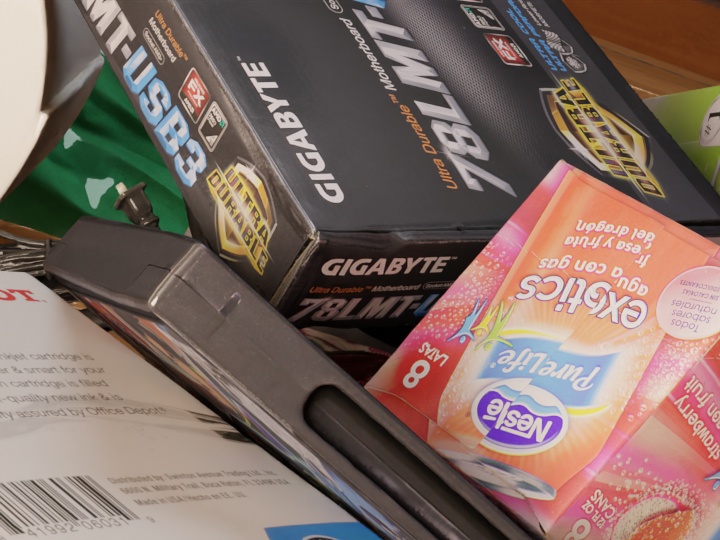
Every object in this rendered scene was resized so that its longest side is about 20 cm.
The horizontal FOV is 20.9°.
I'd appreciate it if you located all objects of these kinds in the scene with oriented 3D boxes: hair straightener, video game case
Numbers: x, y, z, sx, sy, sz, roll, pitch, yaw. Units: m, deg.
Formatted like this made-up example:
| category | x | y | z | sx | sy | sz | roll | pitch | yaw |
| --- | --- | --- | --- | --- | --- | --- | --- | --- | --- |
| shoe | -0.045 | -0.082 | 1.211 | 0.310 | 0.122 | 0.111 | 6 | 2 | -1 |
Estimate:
| category | x | y | z | sx | sy | sz | roll | pitch | yaw |
| --- | --- | --- | --- | --- | --- | --- | --- | --- | --- |
| hair straightener | -0.090 | 0.008 | 0.716 | 0.198 | 0.078 | 0.041 | -4 | -6 | 1 |
| video game case | -0.009 | 0.054 | 0.582 | 0.181 | 0.026 | 0.200 | 43 | -8 | -14 |

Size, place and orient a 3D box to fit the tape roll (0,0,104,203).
| category | x | y | z | sx | sy | sz | roll | pitch | yaw |
| --- | --- | --- | --- | --- | --- | --- | --- | --- | --- |
| tape roll | -0.207 | -0.102 | 0.761 | 0.201 | 0.204 | 0.139 | 21 | 14 | -4 |

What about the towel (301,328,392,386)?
| category | x | y | z | sx | sy | sz | roll | pitch | yaw |
| --- | --- | --- | --- | --- | --- | --- | --- | --- | --- |
| towel | 0.056 | 0.066 | 0.861 | 0.199 | 0.030 | 0.146 | 19 | -2 | -19 |

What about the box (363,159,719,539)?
| category | x | y | z | sx | sy | sz | roll | pitch | yaw |
| --- | --- | --- | --- | --- | --- | --- | --- | --- | --- |
| box | 0.101 | 0.074 | 0.630 | 0.095 | 0.103 | 0.200 | 34 | -11 | 46 |

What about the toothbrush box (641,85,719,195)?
| category | x | y | z | sx | sy | sz | roll | pitch | yaw |
| --- | --- | --- | --- | --- | --- | --- | --- | --- | --- |
| toothbrush box | 0.148 | 0.004 | 0.862 | 0.085 | 0.147 | 0.200 | 18 | -2 | -11 |

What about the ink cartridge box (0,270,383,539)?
| category | x | y | z | sx | sy | sz | roll | pitch | yaw |
| --- | --- | --- | --- | --- | --- | --- | --- | --- | --- |
| ink cartridge box | -0.093 | 0.077 | 0.517 | 0.199 | 0.085 | 0.146 | 32 | 16 | 33 |

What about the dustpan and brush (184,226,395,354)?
| category | x | y | z | sx | sy | sz | roll | pitch | yaw |
| --- | --- | --- | --- | --- | --- | --- | --- | --- | --- |
| dustpan and brush | 0.008 | -0.031 | 0.869 | 0.139 | 0.200 | 0.058 | 19 | 59 | -14 |

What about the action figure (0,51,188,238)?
| category | x | y | z | sx | sy | sz | roll | pitch | yaw |
| --- | --- | --- | --- | --- | --- | --- | --- | --- | --- |
| action figure | -0.098 | -0.036 | 0.935 | 0.199 | 0.119 | 0.054 | 33 | -24 | -33 |

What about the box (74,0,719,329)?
| category | x | y | z | sx | sy | sz | roll | pitch | yaw |
| --- | --- | --- | --- | --- | --- | --- | --- | --- | --- |
| box | 0.009 | -0.067 | 0.694 | 0.197 | 0.050 | 0.201 | 1 | 45 | -40 |

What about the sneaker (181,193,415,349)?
| category | x | y | z | sx | sy | sz | roll | pitch | yaw |
| --- | --- | --- | --- | --- | --- | --- | --- | --- | --- |
| sneaker | 0.000 | 0.000 | 0.790 | 0.199 | 0.071 | 0.099 | 36 | 17 | -19 |
